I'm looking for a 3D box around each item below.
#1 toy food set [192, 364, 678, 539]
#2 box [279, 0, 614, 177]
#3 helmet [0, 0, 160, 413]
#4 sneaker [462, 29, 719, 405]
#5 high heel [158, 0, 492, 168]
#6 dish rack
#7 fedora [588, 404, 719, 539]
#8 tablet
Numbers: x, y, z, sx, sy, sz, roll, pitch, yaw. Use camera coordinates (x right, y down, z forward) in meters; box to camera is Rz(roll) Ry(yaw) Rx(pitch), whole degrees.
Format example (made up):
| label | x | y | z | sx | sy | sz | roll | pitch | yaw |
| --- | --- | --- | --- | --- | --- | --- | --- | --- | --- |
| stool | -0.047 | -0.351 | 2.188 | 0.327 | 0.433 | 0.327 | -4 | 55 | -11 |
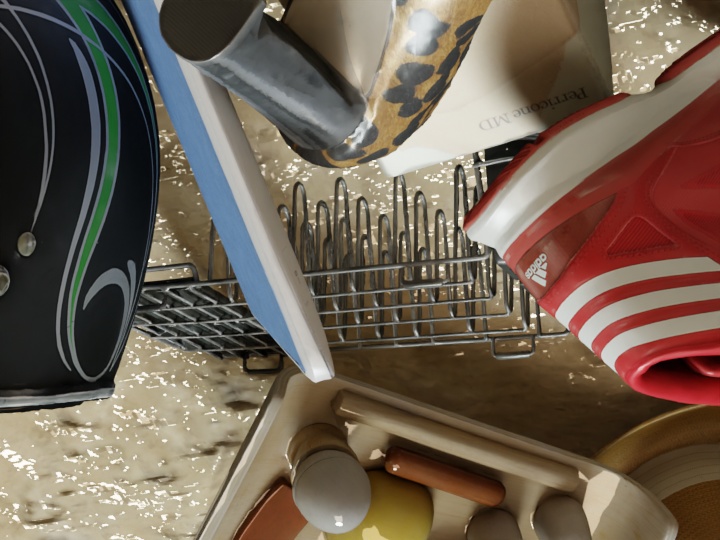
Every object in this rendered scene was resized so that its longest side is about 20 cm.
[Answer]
| label | x | y | z | sx | sy | sz | roll | pitch | yaw |
| --- | --- | --- | --- | --- | --- | --- | --- | --- | --- |
| toy food set | 0.020 | 0.135 | 0.922 | 0.199 | 0.060 | 0.144 | 20 | 110 | -20 |
| box | 0.010 | -0.133 | 0.713 | 0.095 | 0.078 | 0.200 | -18 | 135 | 18 |
| helmet | -0.164 | -0.044 | 0.737 | 0.199 | 0.192 | 0.200 | -5 | 176 | 0 |
| sneaker | 0.135 | -0.018 | 0.746 | 0.200 | 0.116 | 0.078 | -30 | 167 | -32 |
| high heel | 0.039 | -0.114 | 0.654 | 0.200 | 0.071 | 0.143 | -41 | 158 | 8 |
| dish rack | 0.000 | 0.000 | 0.849 | 0.199 | 0.055 | 0.153 | -6 | 164 | 17 |
| fedora | 0.169 | 0.161 | 0.986 | 0.200 | 0.082 | 0.201 | -3 | 112 | -9 |
| tablet | -0.058 | -0.065 | 0.704 | 0.014 | 0.130 | 0.201 | -23 | 102 | -7 |
